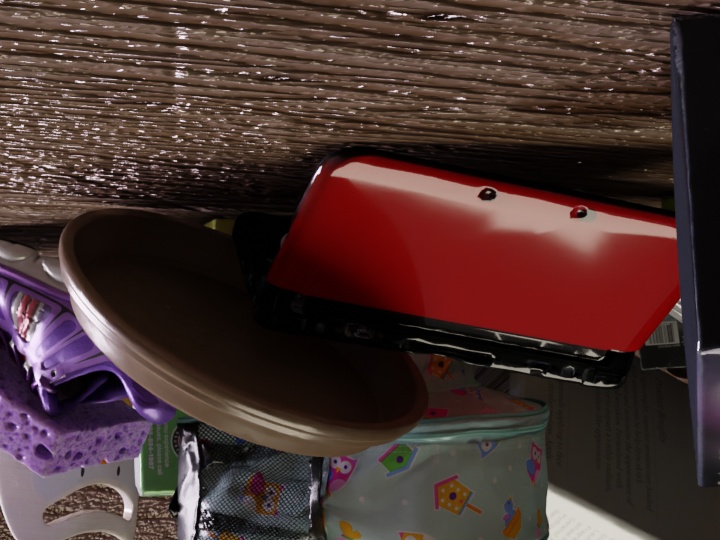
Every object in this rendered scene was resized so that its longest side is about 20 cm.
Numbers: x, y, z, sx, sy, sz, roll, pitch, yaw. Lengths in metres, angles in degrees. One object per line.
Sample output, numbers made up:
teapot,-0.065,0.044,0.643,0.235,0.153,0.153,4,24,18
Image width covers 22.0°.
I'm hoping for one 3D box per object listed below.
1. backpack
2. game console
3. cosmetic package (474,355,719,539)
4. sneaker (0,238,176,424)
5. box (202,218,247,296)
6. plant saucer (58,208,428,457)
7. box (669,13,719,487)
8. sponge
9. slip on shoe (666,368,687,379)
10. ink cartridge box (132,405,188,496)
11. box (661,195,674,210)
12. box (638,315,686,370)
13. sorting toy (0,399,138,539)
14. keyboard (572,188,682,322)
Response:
backpack,0.012,0.103,1.058,0.198,0.155,0.176,7,-179,21
game console,0.050,-0.020,0.926,0.198,0.120,0.173,11,-159,-15
cosmetic package,0.141,0.158,1.269,0.199,0.166,0.165,29,129,-17
sneaker,-0.176,0.034,1.027,0.198,0.084,0.081,14,168,32
box,0.000,0.000,1.068,0.198,0.051,0.075,0,173,-21
plant saucer,-0.060,0.032,0.913,0.199,0.030,0.200,25,-161,-9
box,0.212,-0.002,0.655,0.196,0.125,0.200,-3,161,10
sponge,-0.227,0.054,1.079,0.199,0.030,0.111,29,-169,18
slip on shoe,0.241,0.055,1.314,0.060,0.077,0.200,-22,-162,6
ink cartridge box,-0.048,0.067,1.204,0.198,0.147,0.084,-1,177,-9
box,0.259,-0.014,1.045,0.121,0.048,0.199,-4,173,29
box,0.285,0.019,1.187,0.198,0.040,0.137,-5,-165,20
sorting toy,-0.198,0.101,1.298,0.106,0.182,0.199,-6,173,33
keyboard,0.165,0.010,0.988,0.199,0.011,0.056,33,159,-27
